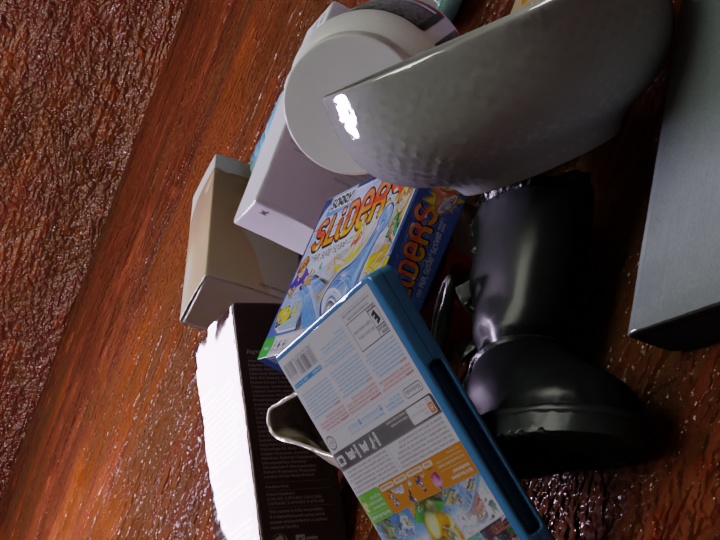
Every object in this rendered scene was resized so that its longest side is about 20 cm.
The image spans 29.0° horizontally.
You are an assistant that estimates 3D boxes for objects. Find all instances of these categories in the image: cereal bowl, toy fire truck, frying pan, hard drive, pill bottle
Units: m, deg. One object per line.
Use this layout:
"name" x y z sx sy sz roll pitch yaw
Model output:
"cereal bowl" 0.083 -0.097 0.762 0.084 0.200 0.200 67 163 -7
"toy fire truck" 0.044 -0.008 0.982 0.141 0.049 0.200 -45 24 39
"frying pan" 0.036 0.088 0.859 0.190 0.031 0.115 96 174 -69
"hard drive" 0.188 -0.072 0.649 0.140 0.033 0.201 148 138 -64
"pill bottle" 0.012 -0.136 1.015 0.116 0.116 0.200 -65 -4 18

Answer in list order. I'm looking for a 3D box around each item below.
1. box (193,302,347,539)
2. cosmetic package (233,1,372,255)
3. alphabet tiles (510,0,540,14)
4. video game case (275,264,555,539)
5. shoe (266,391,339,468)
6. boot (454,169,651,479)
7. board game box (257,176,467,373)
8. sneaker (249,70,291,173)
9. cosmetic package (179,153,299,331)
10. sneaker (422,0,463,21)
"box" -0.072 0.135 1.073 0.100 0.075 0.201 -44 51 56
"cosmetic package" -0.023 -0.116 1.196 0.071 0.101 0.201 -32 36 64
"alphabet tiles" 0.113 -0.142 0.945 0.200 0.015 0.196 -34 31 63
"video game case" 0.034 0.108 0.730 0.200 0.018 0.143 59 150 6
"shoe" -0.004 0.096 0.842 0.200 0.053 0.070 174 97 -68
"boot" 0.101 0.024 0.748 0.198 0.073 0.163 144 140 -71
"board game box" 0.000 0.000 0.941 0.136 0.034 0.200 -67 17 -17
"sneaker" -0.060 -0.122 1.389 0.200 0.079 0.131 -99 33 -75
"cosmetic package" -0.120 -0.021 1.422 0.200 0.105 0.071 -94 29 -49
"sneaker" 0.019 -0.281 1.199 0.200 0.139 0.078 -107 40 -63
